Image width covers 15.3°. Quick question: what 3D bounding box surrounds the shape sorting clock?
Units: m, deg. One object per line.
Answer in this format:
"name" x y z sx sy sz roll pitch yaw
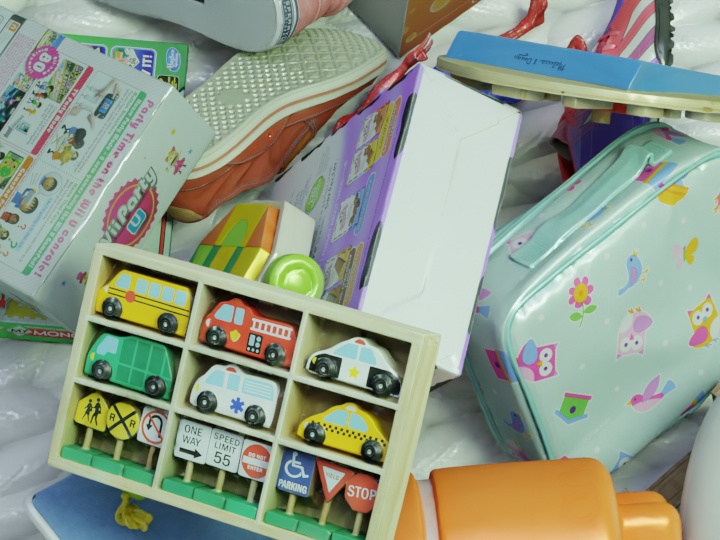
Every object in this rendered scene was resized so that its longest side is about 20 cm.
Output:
"shape sorting clock" 0.141 -0.105 1.547 0.198 0.200 0.040 10 95 0

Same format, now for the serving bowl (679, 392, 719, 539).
"serving bowl" 0.224 0.142 1.506 0.065 0.200 0.201 4 61 28

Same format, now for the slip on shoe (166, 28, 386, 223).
"slip on shoe" -0.058 -0.093 1.647 0.074 0.062 0.200 25 45 30

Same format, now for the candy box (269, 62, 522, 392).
"candy box" 0.000 0.000 1.530 0.071 0.200 0.169 24 63 -19

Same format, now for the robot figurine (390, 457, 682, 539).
"robot figurine" 0.074 0.163 1.452 0.198 0.117 0.144 -4 43 -3

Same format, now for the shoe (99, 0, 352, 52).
"shoe" -0.102 -0.199 1.697 0.199 0.072 0.091 26 32 27

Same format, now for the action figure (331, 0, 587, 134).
"action figure" 0.048 -0.105 1.674 0.199 0.052 0.066 -35 76 -16

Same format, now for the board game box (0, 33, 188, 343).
"board game box" -0.179 -0.051 1.637 0.133 0.029 0.201 5 64 -4

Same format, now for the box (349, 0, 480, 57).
"box" 0.047 -0.245 1.653 0.124 0.200 0.098 -36 73 -19

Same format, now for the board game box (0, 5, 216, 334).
"board game box" -0.207 -0.070 1.572 0.199 0.064 0.148 27 78 33

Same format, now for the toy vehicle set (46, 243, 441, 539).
"toy vehicle set" -0.064 0.069 1.413 0.199 0.026 0.125 15 96 23

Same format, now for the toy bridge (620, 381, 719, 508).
"toy bridge" 0.223 0.082 1.583 0.027 0.067 0.200 39 82 21

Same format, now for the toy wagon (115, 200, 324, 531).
"toy wagon" -0.092 0.052 1.513 0.039 0.155 0.201 33 80 -18

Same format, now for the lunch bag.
"lunch bag" 0.150 0.014 1.563 0.200 0.161 0.077 -38 34 -20

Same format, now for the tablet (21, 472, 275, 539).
"tablet" -0.088 0.180 1.523 0.130 0.014 0.200 -27 68 -40

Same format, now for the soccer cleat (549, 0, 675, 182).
"soccer cleat" 0.155 -0.102 1.672 0.073 0.068 0.201 7 67 3
